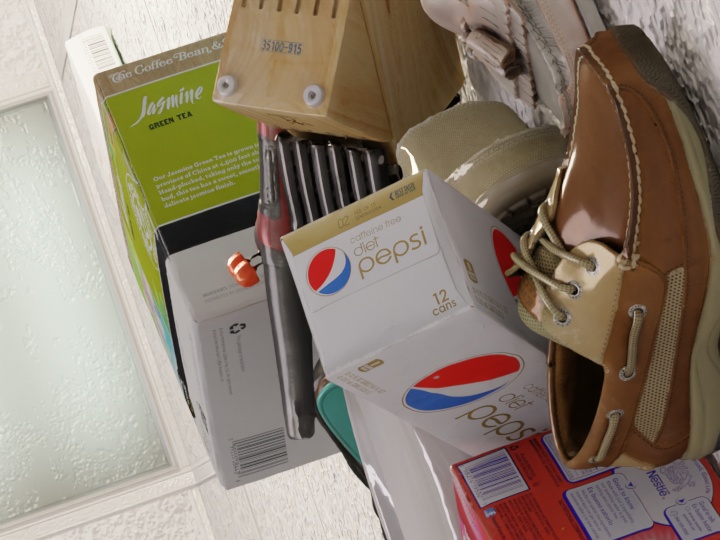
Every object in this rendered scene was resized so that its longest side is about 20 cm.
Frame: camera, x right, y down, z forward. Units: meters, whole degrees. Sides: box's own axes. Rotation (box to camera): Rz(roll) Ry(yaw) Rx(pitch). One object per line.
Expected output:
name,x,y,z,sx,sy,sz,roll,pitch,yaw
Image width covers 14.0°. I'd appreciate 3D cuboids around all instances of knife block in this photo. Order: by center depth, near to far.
knife block,0.008,-0.105,1.388,0.175,0.064,0.201,17,-96,-61

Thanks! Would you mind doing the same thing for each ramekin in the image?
ramekin,0.064,0.097,1.393,0.202,0.094,0.203,161,90,-80

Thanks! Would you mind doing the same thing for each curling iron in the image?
curling iron,-0.030,-0.018,1.440,0.026,0.049,0.201,2,94,51

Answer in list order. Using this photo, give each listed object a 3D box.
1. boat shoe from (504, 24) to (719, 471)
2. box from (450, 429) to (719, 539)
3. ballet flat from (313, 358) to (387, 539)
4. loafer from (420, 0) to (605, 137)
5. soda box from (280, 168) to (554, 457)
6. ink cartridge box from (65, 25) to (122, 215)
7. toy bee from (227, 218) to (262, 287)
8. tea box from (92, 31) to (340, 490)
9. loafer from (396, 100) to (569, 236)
boat shoe,0.095,0.004,1.095,0.076,0.074,0.200,-120,15,-49
box,0.118,0.155,1.171,0.200,0.099,0.096,-120,15,-49
ballet flat,0.034,0.115,1.677,0.068,0.068,0.200,-84,-29,-60
loafer,0.043,-0.121,1.188,0.072,0.063,0.200,84,165,-49
soda box,0.045,0.025,1.191,0.200,0.068,0.064,31,-143,-62
ink cartridge box,-0.224,-0.110,2.822,0.200,0.050,0.161,77,170,-50
toy bee,-0.024,-0.036,1.610,0.131,0.108,0.201,149,103,-79
tea box,-0.064,-0.011,1.802,0.200,0.133,0.197,85,164,-56
loafer,0.049,-0.039,1.274,0.068,0.075,0.200,65,171,3
